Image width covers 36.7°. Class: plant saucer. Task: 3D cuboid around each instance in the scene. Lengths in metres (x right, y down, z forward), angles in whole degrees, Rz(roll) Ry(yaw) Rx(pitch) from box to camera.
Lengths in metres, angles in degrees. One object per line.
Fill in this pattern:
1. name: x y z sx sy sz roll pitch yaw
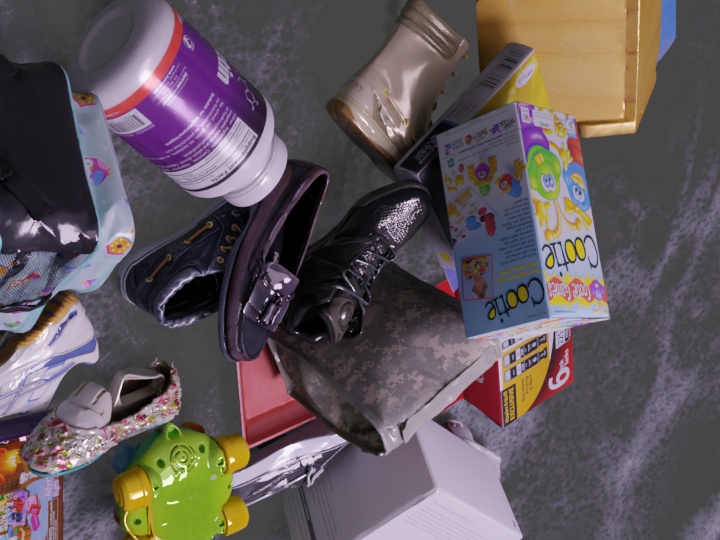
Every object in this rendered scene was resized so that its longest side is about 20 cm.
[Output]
1. plant saucer: -0.059 0.070 1.185 0.198 0.037 0.203 -20 122 -31

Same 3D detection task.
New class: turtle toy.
1. turtle toy: -0.195 0.239 1.110 0.144 0.101 0.203 -15 121 -34

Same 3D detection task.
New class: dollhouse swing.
1. dollhouse swing: 0.240 -0.276 1.231 0.182 0.173 0.202 -56 146 -46

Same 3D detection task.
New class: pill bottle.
1. pill bottle: -0.152 -0.140 0.947 0.113 0.112 0.200 -54 135 -4

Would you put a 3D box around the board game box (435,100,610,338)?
1. board game box: 0.155 -0.043 1.043 0.102 0.104 0.204 4 75 -45

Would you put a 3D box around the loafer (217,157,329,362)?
1. loafer: -0.080 -0.012 1.009 0.072 0.062 0.203 39 61 -59

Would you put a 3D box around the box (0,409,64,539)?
1. box: -0.350 0.241 1.023 0.135 0.039 0.203 -10 117 -36

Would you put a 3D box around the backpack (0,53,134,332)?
1. backpack: -0.275 -0.047 0.835 0.152 0.178 0.199 1 150 -48

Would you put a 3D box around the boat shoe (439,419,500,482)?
1. boat shoe: 0.121 0.231 1.401 0.199 0.071 0.069 34 62 -34

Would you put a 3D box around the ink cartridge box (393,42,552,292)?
1. ink cartridge box: 0.141 -0.103 1.172 0.198 0.047 0.201 -48 134 -19

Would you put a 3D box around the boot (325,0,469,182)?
1. boot: 0.067 -0.173 1.147 0.156 0.072 0.200 -54 131 -6

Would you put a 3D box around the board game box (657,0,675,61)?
1. board game box: 0.301 -0.317 1.290 0.156 0.039 0.202 -24 127 -15

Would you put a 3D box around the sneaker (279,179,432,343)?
1. sneaker: 0.000 0.000 1.059 0.198 0.115 0.076 -35 132 3

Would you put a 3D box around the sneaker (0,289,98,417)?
1. sneaker: -0.316 0.108 0.961 0.199 0.075 0.089 -39 132 -17

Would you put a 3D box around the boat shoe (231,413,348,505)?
1. boat shoe: -0.076 0.212 1.214 0.197 0.073 0.069 -24 121 -29

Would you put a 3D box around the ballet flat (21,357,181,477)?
1. ballet flat: -0.238 0.128 1.012 0.199 0.075 0.065 -25 132 -62

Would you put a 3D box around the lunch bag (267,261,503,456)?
1. lunch bag: 0.029 0.094 1.108 0.163 0.199 0.119 -35 130 -22

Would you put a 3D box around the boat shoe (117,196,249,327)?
1. boat shoe: -0.130 -0.015 1.043 0.199 0.091 0.072 -35 130 -21

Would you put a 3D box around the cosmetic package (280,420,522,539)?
1. cosmetic package: 0.048 0.286 1.276 0.199 0.124 0.199 -35 137 18

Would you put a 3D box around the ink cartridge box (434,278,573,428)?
1. ink cartridge box: 0.178 0.084 1.357 0.174 0.084 0.203 -28 128 -26
